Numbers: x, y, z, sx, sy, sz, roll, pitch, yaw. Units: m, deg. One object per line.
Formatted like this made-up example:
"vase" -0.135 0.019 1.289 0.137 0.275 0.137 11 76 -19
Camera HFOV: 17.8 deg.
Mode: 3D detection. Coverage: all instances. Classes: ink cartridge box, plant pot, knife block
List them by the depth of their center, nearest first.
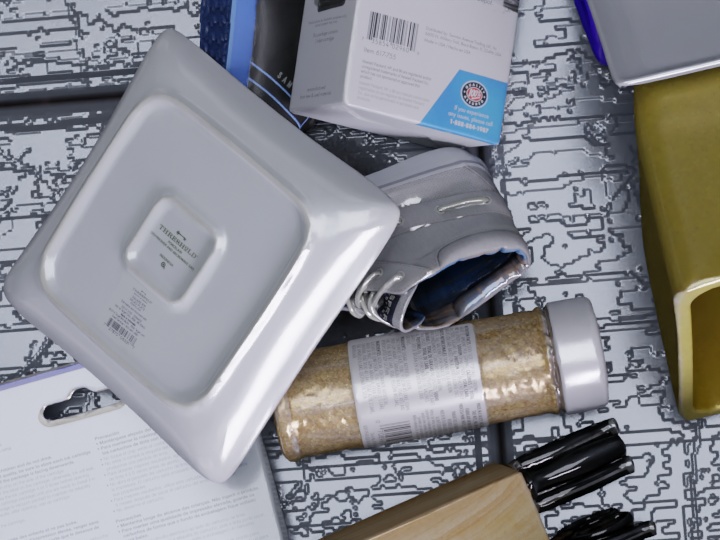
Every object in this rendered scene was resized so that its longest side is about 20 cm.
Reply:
"plant pot" 0.247 -0.061 1.321 0.193 0.196 0.201 -16 65 1
"knife block" 0.067 0.146 1.348 0.199 0.064 0.176 23 86 -9
"ink cartridge box" 0.034 -0.183 1.380 0.116 0.068 0.201 12 83 -32
"ink cartridge box" -0.148 0.153 1.391 0.199 0.041 0.201 -15 82 1

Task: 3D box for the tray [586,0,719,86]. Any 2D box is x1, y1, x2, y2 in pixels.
"tray" 0.228 -0.151 1.270 0.199 0.022 0.108 -13 42 3

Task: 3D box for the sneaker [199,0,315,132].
"sneaker" -0.061 -0.087 1.400 0.078 0.070 0.201 3 100 -27

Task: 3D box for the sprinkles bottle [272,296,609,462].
"sprinkles bottle" 0.046 0.066 1.375 0.199 0.068 0.069 -10 83 2

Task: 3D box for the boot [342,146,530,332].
"boot" 0.000 0.000 1.361 0.199 0.074 0.096 -24 48 -6

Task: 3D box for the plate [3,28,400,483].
"plate" -0.104 -0.011 1.343 0.199 0.032 0.200 39 103 22

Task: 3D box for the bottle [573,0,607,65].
"bottle" 0.228 -0.186 1.389 0.199 0.065 0.084 -17 50 1
